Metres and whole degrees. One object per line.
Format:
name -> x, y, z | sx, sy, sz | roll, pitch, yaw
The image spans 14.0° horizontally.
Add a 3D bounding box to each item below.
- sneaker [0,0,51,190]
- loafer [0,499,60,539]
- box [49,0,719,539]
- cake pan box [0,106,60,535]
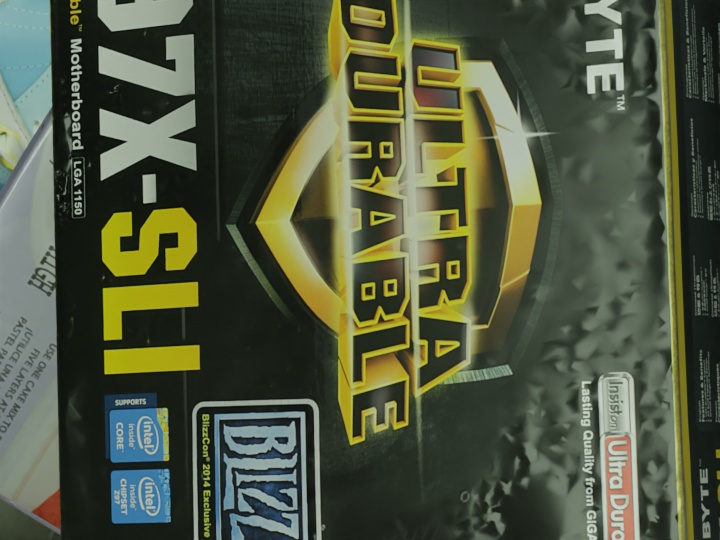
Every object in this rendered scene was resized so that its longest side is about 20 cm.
sneaker -> -0.064, -0.038, 0.846 | 0.200, 0.079, 0.131 | -35, 66, 19
loafer -> -0.119, 0.089, 0.815 | 0.070, 0.070, 0.201 | 19, 63, 16
box -> 0.007, -0.011, 0.674 | 0.159, 0.049, 0.202 | -3, 85, 29
cake pan box -> 0.000, 0.000, 0.772 | 0.184, 0.052, 0.201 | 33, 96, -9
